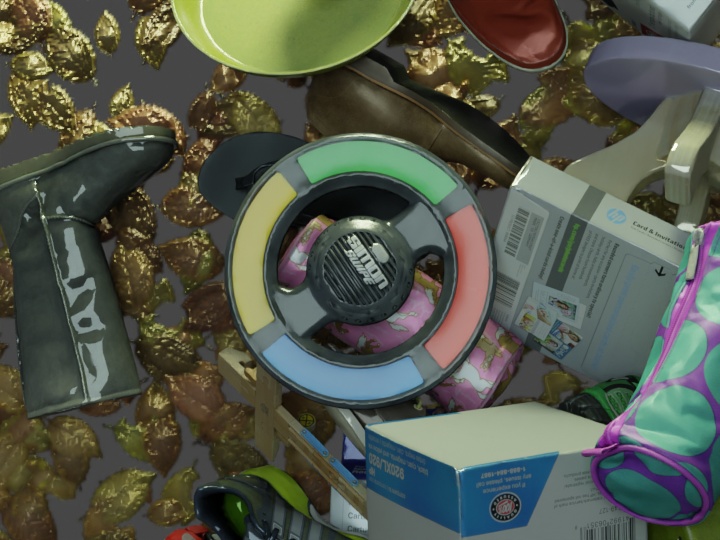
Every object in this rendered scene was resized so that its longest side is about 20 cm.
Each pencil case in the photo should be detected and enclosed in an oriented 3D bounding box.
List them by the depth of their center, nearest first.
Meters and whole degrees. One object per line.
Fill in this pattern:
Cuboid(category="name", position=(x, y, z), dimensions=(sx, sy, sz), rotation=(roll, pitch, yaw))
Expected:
Cuboid(category="pencil case", position=(0.217, 0.062, 1.176), dimensions=(0.092, 0.085, 0.201), rotation=(39, 60, -19))
Cuboid(category="pencil case", position=(0.024, 0.038, 1.382), dimensions=(0.199, 0.083, 0.087), rotation=(34, 88, 4))

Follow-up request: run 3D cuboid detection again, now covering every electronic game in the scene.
Cuboid(category="electronic game", position=(0.000, 0.000, 1.325), dimensions=(0.198, 0.042, 0.202), rotation=(0, 84, 2))

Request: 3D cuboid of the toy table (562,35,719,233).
Cuboid(category="toy table", position=(0.246, -0.081, 1.334), dimensions=(0.199, 0.184, 0.118), rotation=(13, 69, 27))

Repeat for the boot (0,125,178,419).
Cuboid(category="boot", position=(-0.205, 0.002, 1.439), dimensions=(0.181, 0.072, 0.201), rotation=(-20, 74, 21))

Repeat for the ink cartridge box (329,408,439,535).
Cuboid(category="ink cartridge box", position=(0.074, 0.205, 1.387), dimensions=(0.198, 0.041, 0.202), rotation=(1, 84, 10))

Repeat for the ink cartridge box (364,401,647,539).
Cuboid(category="ink cartridge box", position=(0.097, 0.207, 1.240), dimensions=(0.146, 0.144, 0.202), rotation=(-6, 99, -26))

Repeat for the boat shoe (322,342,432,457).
Cuboid(category="boat shoe", position=(0.033, 0.128, 1.354), dimensions=(0.059, 0.072, 0.200), rotation=(-38, 76, -7))

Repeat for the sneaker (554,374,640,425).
Cuboid(category="sneaker", position=(0.216, 0.171, 1.339), dimensions=(0.085, 0.078, 0.201), rotation=(-26, 104, -26))

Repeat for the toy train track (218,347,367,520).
Cuboid(category="toy train track", position=(-0.034, 0.124, 1.379), dimensions=(0.032, 0.115, 0.200), rotation=(-31, 58, -28))

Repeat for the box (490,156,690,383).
Cuboid(category="box", position=(0.188, 0.021, 1.335), dimensions=(0.199, 0.156, 0.041), rotation=(27, 51, 12))

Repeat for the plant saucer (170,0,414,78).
Cuboid(category="plant saucer", position=(-0.048, -0.221, 1.424), dimensions=(0.198, 0.031, 0.201), rotation=(-5, 55, 7))

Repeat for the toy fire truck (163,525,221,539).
Cuboid(category="toy fire truck", position=(-0.090, 0.260, 1.338), dimensions=(0.199, 0.141, 0.049), rotation=(30, 102, 24))

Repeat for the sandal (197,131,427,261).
Cuboid(category="sandal", position=(-0.033, -0.062, 1.431), dimensions=(0.199, 0.043, 0.077), rotation=(14, 86, 10))

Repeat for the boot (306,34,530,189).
Cuboid(category="boot", position=(0.046, -0.105, 1.418), dimensions=(0.199, 0.074, 0.076), rotation=(32, 104, 18))

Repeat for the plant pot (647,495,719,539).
Cuboid(category="plant pot", position=(0.281, 0.189, 1.241), dimensions=(0.191, 0.200, 0.202), rotation=(-6, 82, -19))

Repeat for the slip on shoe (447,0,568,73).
Cuboid(category="slip on shoe", position=(0.094, -0.233, 1.392), dimensions=(0.074, 0.061, 0.201), rotation=(-34, 109, 0))

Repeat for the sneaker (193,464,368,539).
Cuboid(category="sneaker", position=(-0.050, 0.213, 1.351), dimensions=(0.199, 0.081, 0.074), rotation=(29, 108, 38))

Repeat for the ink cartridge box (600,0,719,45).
Cuboid(category="ink cartridge box", position=(0.193, -0.254, 1.364), dimensions=(0.200, 0.146, 0.083), rotation=(40, 93, 11))
